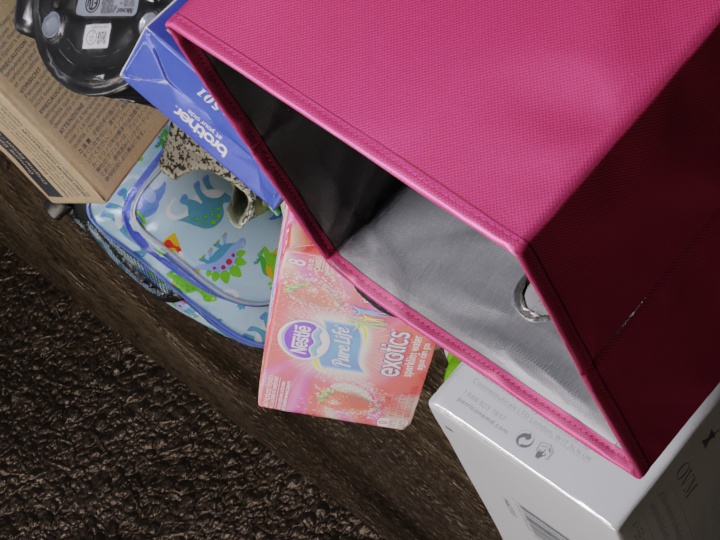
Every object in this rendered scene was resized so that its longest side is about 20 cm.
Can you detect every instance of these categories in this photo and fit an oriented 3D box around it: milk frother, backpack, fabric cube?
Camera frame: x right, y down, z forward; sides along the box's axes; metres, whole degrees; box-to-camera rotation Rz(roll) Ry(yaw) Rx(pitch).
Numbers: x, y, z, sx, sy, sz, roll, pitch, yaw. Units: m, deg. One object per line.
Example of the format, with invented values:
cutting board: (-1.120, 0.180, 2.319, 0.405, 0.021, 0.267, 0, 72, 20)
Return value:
milk frother: (-0.079, -0.183, 1.389, 0.180, 0.201, 0.188, 28, -171, 39)
backpack: (-0.082, -0.047, 1.756, 0.200, 0.183, 0.147, 41, 174, -24)
fabric cube: (0.082, -0.077, 1.012, 0.196, 0.199, 0.200, 33, 167, 33)

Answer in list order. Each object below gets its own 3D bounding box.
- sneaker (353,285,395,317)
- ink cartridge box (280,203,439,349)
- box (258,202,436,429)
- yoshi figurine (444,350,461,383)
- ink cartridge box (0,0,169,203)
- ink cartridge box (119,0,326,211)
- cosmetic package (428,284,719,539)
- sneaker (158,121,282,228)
sneaker: (0.023, -0.056, 1.269, 0.087, 0.075, 0.200, 3, -136, -29)
ink cartridge box: (-0.006, -0.045, 1.564, 0.116, 0.067, 0.200, -125, 17, -46)
box: (0.000, 0.000, 1.410, 0.094, 0.103, 0.200, 8, 153, -3)
yoshi figurine: (0.099, 0.004, 1.366, 0.112, 0.200, 0.112, -1, 122, 16)
ink cartridge box: (-0.166, -0.166, 1.510, 0.165, 0.200, 0.075, 47, 156, -27)
ink cartridge box: (-0.012, -0.125, 1.157, 0.094, 0.200, 0.044, 41, 144, 3)
cosmetic package: (0.160, 0.060, 1.274, 0.123, 0.200, 0.199, 33, 167, 27)
sneaker: (-0.055, -0.066, 1.647, 0.200, 0.089, 0.077, 24, -173, -32)
